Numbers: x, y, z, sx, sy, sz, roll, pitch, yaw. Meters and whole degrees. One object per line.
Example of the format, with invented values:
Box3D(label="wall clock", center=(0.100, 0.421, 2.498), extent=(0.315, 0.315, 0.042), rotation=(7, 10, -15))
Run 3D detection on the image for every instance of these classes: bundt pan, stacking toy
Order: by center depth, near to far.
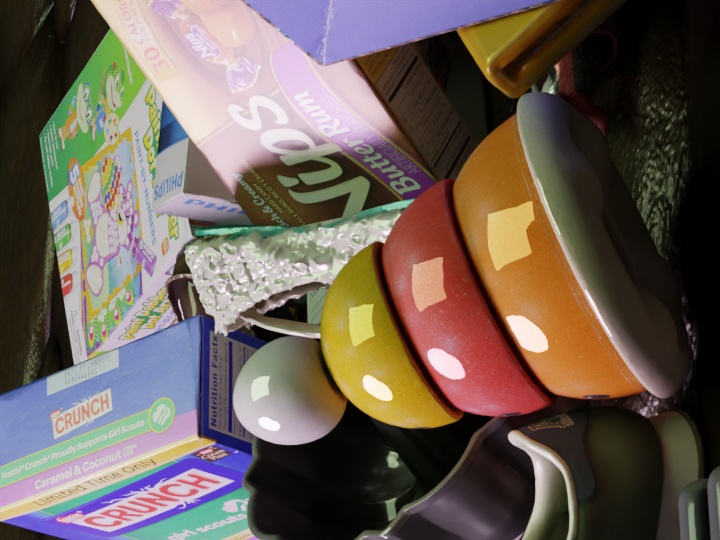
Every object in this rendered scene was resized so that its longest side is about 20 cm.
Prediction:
Box3D(label="stacking toy", center=(0.034, 0.023, 1.076), extent=(0.200, 0.146, 0.146), rotation=(-26, 45, 15))
Box3D(label="bundt pan", center=(0.038, 0.077, 1.202), extent=(0.202, 0.076, 0.202), rotation=(-37, 29, 25))

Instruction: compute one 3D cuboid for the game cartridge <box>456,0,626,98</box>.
Box3D(label="game cartridge", center=(0.092, -0.196, 1.117), extent=(0.176, 0.032, 0.200), rotation=(-42, 42, 13))

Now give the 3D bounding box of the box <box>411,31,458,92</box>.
Box3D(label="box", center=(0.024, -0.178, 1.315), extent=(0.200, 0.035, 0.110), rotation=(-76, -29, -52))

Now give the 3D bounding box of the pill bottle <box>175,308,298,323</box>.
Box3D(label="pill bottle", center=(-0.095, 0.003, 1.678), extent=(0.114, 0.114, 0.200), rotation=(-142, 61, -70))

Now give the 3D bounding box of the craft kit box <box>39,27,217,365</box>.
Box3D(label="craft kit box", center=(-0.151, -0.058, 1.628), extent=(0.198, 0.049, 0.200), rotation=(-45, 49, 46))

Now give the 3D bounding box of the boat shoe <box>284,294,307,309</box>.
Box3D(label="boat shoe", center=(-0.036, -0.030, 1.490), extent=(0.075, 0.075, 0.202), rotation=(-61, -2, 10))

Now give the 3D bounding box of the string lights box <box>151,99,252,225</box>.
Box3D(label="string lights box", center=(-0.051, -0.126, 1.346), extent=(0.059, 0.103, 0.200), rotation=(160, 117, -65))

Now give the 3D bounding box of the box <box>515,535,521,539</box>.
Box3D(label="box", center=(0.042, 0.171, 1.311), extent=(0.200, 0.039, 0.041), rotation=(114, 154, -43))

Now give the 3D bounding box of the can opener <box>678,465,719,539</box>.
Box3D(label="can opener", center=(0.138, 0.175, 0.964), extent=(0.053, 0.067, 0.200), rotation=(134, 139, -61))

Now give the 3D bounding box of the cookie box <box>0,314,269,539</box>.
Box3D(label="cookie box", center=(-0.086, 0.108, 1.376), extent=(0.171, 0.200, 0.075), rotation=(-21, 60, 35))

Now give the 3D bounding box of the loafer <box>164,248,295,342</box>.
Box3D(label="loafer", center=(-0.072, 0.080, 1.513), extent=(0.073, 0.071, 0.200), rotation=(-11, 109, 45))

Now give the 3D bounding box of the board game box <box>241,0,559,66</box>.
Box3D(label="board game box", center=(0.031, -0.213, 1.092), extent=(0.159, 0.097, 0.200), rotation=(-12, 54, 39))

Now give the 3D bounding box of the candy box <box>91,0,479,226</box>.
Box3D(label="candy box", center=(-0.034, -0.096, 1.232), extent=(0.117, 0.200, 0.056), rotation=(-19, 25, 34))

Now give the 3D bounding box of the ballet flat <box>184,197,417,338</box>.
Box3D(label="ballet flat", center=(0.000, 0.000, 1.205), extent=(0.200, 0.072, 0.072), rotation=(-7, 75, 37))

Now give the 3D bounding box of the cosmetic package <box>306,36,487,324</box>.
Box3D(label="cosmetic package", center=(0.020, -0.048, 1.388), extent=(0.113, 0.081, 0.200), rotation=(124, 147, -52))

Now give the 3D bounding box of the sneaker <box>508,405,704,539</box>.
Box3D(label="sneaker", center=(0.093, 0.157, 1.072), extent=(0.067, 0.090, 0.200), rotation=(-175, 91, -72))

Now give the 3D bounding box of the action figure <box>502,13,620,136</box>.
Box3D(label="action figure", center=(0.095, -0.148, 1.223), extent=(0.134, 0.149, 0.200), rotation=(45, -161, -57))
